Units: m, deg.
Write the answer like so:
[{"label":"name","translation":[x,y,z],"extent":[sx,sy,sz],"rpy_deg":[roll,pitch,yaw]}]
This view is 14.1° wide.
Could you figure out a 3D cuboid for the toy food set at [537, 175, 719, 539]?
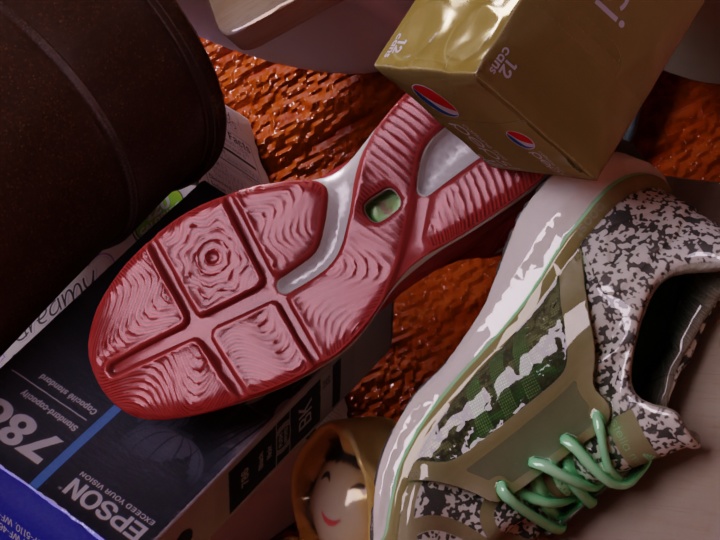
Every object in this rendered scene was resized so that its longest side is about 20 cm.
[{"label":"toy food set","translation":[0.118,0.044,1.070],"extent":[0.199,0.060,0.144],"rpy_deg":[9,75,50]}]

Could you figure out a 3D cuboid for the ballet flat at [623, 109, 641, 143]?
[{"label":"ballet flat","translation":[0.082,-0.137,1.164],"extent":[0.074,0.074,0.202],"rpy_deg":[-12,94,35]}]

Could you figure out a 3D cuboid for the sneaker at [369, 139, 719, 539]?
[{"label":"sneaker","translation":[0.073,0.054,1.014],"extent":[0.088,0.077,0.201],"rpy_deg":[25,89,43]}]

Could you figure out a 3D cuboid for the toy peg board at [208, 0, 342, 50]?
[{"label":"toy peg board","translation":[-0.010,-0.224,1.094],"extent":[0.199,0.098,0.200],"rpy_deg":[-28,60,15]}]

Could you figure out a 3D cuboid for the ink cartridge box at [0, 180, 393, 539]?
[{"label":"ink cartridge box","translation":[-0.084,0.057,1.099],"extent":[0.099,0.039,0.200],"rpy_deg":[31,57,21]}]

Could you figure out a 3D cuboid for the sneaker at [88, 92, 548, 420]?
[{"label":"sneaker","translation":[0.000,0.000,1.087],"extent":[0.199,0.116,0.079],"rpy_deg":[-29,74,6]}]

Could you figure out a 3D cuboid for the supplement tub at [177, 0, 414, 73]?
[{"label":"supplement tub","translation":[-0.013,-0.200,1.230],"extent":[0.145,0.145,0.201],"rpy_deg":[4,72,40]}]

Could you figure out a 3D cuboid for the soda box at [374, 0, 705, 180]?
[{"label":"soda box","translation":[0.092,-0.131,1.000],"extent":[0.201,0.064,0.068],"rpy_deg":[-59,29,-12]}]

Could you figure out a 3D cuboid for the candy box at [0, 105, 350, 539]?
[{"label":"candy box","translation":[-0.104,0.040,1.236],"extent":[0.167,0.071,0.201],"rpy_deg":[-36,51,20]}]

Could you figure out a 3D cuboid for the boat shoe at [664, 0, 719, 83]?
[{"label":"boat shoe","translation":[0.155,-0.122,1.046],"extent":[0.200,0.071,0.063],"rpy_deg":[-27,32,61]}]

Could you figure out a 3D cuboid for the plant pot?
[{"label":"plant pot","translation":[-0.186,-0.035,1.112],"extent":[0.199,0.201,0.199],"rpy_deg":[9,52,42]}]

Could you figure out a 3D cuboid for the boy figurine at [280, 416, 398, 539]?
[{"label":"boy figurine","translation":[-0.022,0.152,1.119],"extent":[0.124,0.064,0.201],"rpy_deg":[25,88,52]}]
